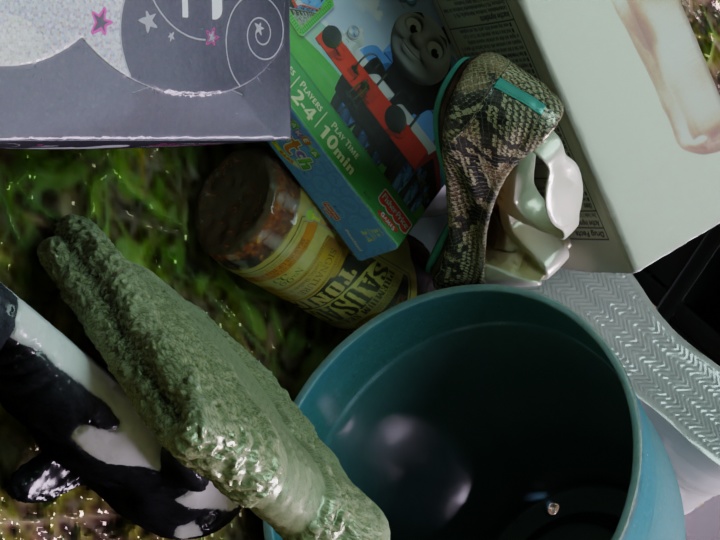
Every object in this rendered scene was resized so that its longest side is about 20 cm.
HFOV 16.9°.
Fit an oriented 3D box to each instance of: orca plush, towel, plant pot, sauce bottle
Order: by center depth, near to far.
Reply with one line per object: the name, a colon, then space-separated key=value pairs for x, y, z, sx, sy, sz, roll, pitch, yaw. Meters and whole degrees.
orca plush: x=-0.128 y=0.079 z=1.080 sx=0.071 sy=0.105 sz=0.200 roll=-49 pitch=149 yaw=-5
towel: x=-0.068 y=0.054 z=1.104 sx=0.148 sy=0.037 sz=0.200 roll=40 pitch=6 yaw=-36
plant pot: x=0.079 y=0.138 z=1.237 sx=0.188 sy=0.198 sz=0.202 roll=46 pitch=44 yaw=-53
sauce bottle: x=0.000 y=0.000 z=1.270 sx=0.199 sy=0.066 sz=0.067 roll=27 pitch=58 yaw=-41

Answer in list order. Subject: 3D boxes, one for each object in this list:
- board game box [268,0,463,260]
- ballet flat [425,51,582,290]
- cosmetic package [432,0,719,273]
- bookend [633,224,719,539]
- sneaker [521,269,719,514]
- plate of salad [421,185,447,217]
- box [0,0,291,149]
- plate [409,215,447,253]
board game box: x=0.014 y=-0.128 z=1.236 sx=0.152 sy=0.036 sz=0.200 roll=51 pitch=51 yaw=-19
ballet flat: x=0.071 y=-0.032 z=1.182 sx=0.068 sy=0.075 sz=0.200 roll=-57 pitch=166 yaw=-23
cosmetic package: x=0.109 y=-0.107 z=1.209 sx=0.087 sy=0.103 sz=0.201 roll=-28 pitch=103 yaw=-19
bookend: x=0.194 y=0.028 z=1.460 sx=0.092 sy=0.199 sz=0.200 roll=19 pitch=19 yaw=-46
sneaker: x=0.124 y=0.057 z=1.321 sx=0.200 sy=0.116 sz=0.074 roll=45 pitch=61 yaw=3
plate of salad: x=0.013 y=-0.125 z=1.291 sx=0.199 sy=0.048 sz=0.202 roll=11 pitch=72 yaw=-38
box: x=-0.136 y=-0.120 z=1.069 sx=0.199 sy=0.114 sz=0.134 roll=-3 pitch=93 yaw=-46
plate: x=-0.001 y=-0.126 z=1.337 sx=0.200 sy=0.032 sz=0.201 roll=38 pitch=51 yaw=-37
